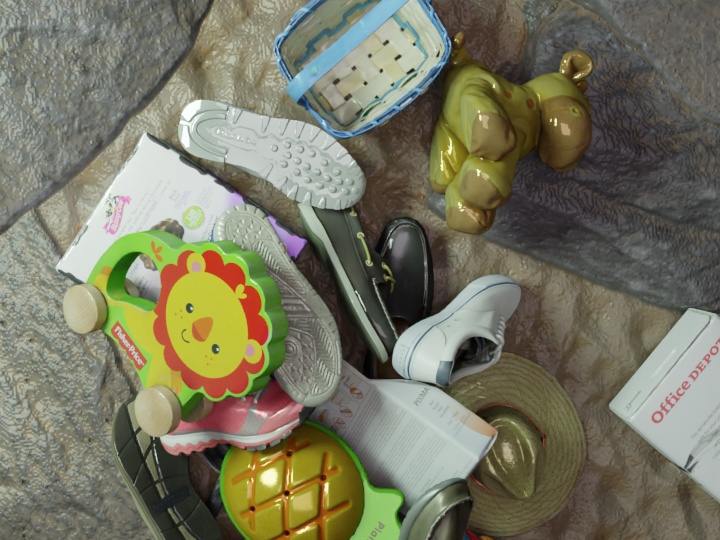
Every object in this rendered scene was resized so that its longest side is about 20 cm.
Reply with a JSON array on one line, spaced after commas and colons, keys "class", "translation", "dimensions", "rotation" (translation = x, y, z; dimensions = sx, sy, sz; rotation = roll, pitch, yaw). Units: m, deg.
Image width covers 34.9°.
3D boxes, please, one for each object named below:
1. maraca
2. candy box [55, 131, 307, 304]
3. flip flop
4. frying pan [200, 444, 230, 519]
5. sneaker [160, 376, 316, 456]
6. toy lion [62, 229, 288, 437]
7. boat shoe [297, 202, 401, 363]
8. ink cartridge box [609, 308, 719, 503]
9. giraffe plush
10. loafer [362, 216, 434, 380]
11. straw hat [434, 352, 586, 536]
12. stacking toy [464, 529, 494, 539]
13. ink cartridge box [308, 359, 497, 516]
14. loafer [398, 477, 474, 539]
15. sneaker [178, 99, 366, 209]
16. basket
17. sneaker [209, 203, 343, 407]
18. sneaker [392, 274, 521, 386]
[{"class": "maraca", "translation": [-0.047, 0.230, 1.139], "dimensions": [0.199, 0.107, 0.138], "rotation": [33, 91, 8]}, {"class": "candy box", "translation": [-0.181, -0.017, 1.179], "dimensions": [0.199, 0.072, 0.168], "rotation": [34, 91, -5]}, {"class": "flip flop", "translation": [-0.205, 0.227, 1.195], "dimensions": [0.081, 0.058, 0.201], "rotation": [-23, 85, -32]}, {"class": "frying pan", "translation": [-0.119, 0.204, 1.211], "dimensions": [0.114, 0.031, 0.192], "rotation": [5, 105, 6]}, {"class": "sneaker", "translation": [-0.131, 0.126, 1.118], "dimensions": [0.199, 0.074, 0.087], "rotation": [-14, 114, 28]}, {"class": "toy lion", "translation": [-0.161, 0.041, 1.051], "dimensions": [0.200, 0.069, 0.192], "rotation": [50, 119, 16]}, {"class": "boat shoe", "translation": [0.000, 0.000, 1.155], "dimensions": [0.060, 0.072, 0.202], "rotation": [-23, 60, -9]}, {"class": "ink cartridge box", "translation": [0.388, 0.158, 1.214], "dimensions": [0.200, 0.084, 0.145], "rotation": [40, 90, -5]}, {"class": "giraffe plush", "translation": [0.164, -0.145, 1.169], "dimensions": [0.161, 0.173, 0.201], "rotation": [-1, 59, -13]}, {"class": "loafer", "translation": [0.042, 0.045, 1.194], "dimensions": [0.072, 0.072, 0.202], "rotation": [3, 93, -3]}, {"class": "straw hat", "translation": [0.152, 0.192, 1.202], "dimensions": [0.199, 0.085, 0.203], "rotation": [0, 93, -4]}, {"class": "stacking toy", "translation": [0.161, 0.339, 1.215], "dimensions": [0.199, 0.110, 0.117], "rotation": [15, 100, -18]}, {"class": "ink cartridge box", "translation": [0.023, 0.159, 1.172], "dimensions": [0.200, 0.163, 0.050], "rotation": [38, 49, 9]}, {"class": "loafer", "translation": [0.074, 0.295, 1.114], "dimensions": [0.075, 0.069, 0.201], "rotation": [-3, 116, -45]}, {"class": "sneaker", "translation": [-0.086, -0.123, 1.169], "dimensions": [0.199, 0.081, 0.077], "rotation": [25, 95, -2]}, {"class": "basket", "translation": [0.005, -0.218, 1.112], "dimensions": [0.176, 0.200, 0.139], "rotation": [-39, 87, 3]}, {"class": "sneaker", "translation": [-0.087, 0.040, 1.097], "dimensions": [0.076, 0.111, 0.201], "rotation": [-29, 88, -20]}, {"class": "sneaker", "translation": [0.115, 0.067, 1.152], "dimensions": [0.071, 0.200, 0.073], "rotation": [27, 128, 29]}]
